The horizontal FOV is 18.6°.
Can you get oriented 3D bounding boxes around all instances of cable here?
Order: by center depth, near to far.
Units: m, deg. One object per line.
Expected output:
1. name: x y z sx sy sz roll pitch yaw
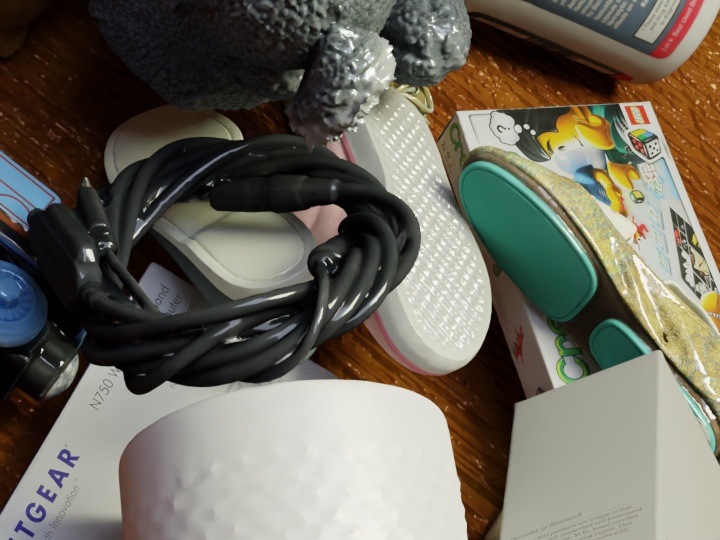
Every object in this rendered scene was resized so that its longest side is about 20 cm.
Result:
1. cable: -0.053 -0.003 0.973 0.162 0.051 0.200 -14 28 -21

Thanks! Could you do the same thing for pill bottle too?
1. pill bottle: 0.105 -0.196 1.277 0.199 0.120 0.120 20 53 -24

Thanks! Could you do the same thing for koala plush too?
1. koala plush: -0.036 -0.141 1.026 0.183 0.200 0.178 -21 105 -5

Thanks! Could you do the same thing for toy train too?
1. toy train: -0.205 -0.022 1.045 0.200 0.087 0.114 37 45 -2

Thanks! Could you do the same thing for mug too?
1. mug: -0.002 0.161 0.938 0.199 0.147 0.176 14 56 -39

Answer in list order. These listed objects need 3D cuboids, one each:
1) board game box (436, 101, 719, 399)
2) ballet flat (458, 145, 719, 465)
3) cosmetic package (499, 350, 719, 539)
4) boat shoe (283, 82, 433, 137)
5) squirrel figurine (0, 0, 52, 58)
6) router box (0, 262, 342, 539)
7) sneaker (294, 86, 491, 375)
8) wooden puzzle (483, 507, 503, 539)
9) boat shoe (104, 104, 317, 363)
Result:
1. board game box: 0.129 0.002 1.176 0.126 0.035 0.201 -5 61 -25
2. ballet flat: 0.129 0.010 1.109 0.071 0.071 0.200 -35 82 -38
3. cosmetic package: 0.120 0.140 0.990 0.108 0.084 0.200 61 19 -22
4. boat shoe: -0.005 -0.124 1.223 0.073 0.063 0.202 -4 63 -29
5. squirrel figurine: -0.134 -0.195 1.158 0.199 0.142 0.187 30 58 -4
6. router box: -0.073 0.123 1.042 0.179 0.049 0.200 32 51 -6
7. sneaker: 0.000 0.000 1.115 0.075 0.105 0.201 27 31 -32
8. wooden puzzle: 0.162 0.160 1.143 0.185 0.046 0.200 37 51 -2
9. boat shoe: -0.073 -0.020 1.099 0.073 0.062 0.200 -26 37 -14
